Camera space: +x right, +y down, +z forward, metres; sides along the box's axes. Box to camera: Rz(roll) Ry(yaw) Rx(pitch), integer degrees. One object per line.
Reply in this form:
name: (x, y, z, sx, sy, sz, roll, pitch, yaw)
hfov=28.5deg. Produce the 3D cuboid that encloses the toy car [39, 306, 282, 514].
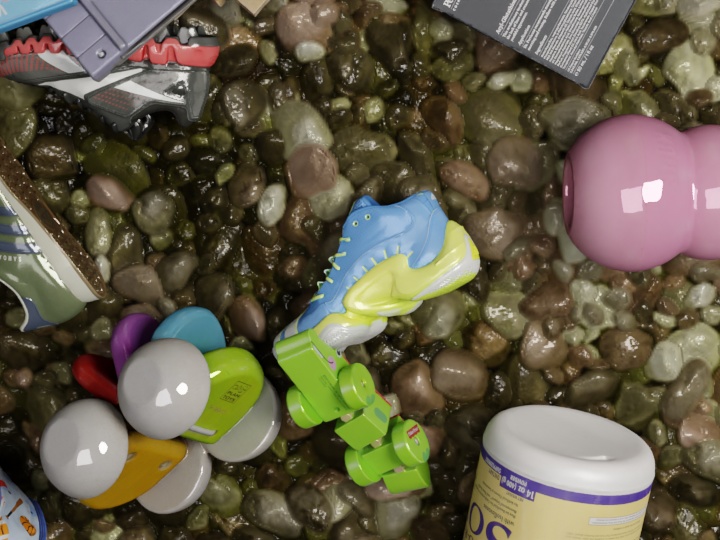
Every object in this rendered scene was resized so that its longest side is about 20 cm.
toy car: (-0.179, 0.110, 1.219, 0.200, 0.175, 0.150, -37, 59, 15)

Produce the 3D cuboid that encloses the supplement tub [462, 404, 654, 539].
supplement tub: (0.158, 0.229, 1.188, 0.145, 0.145, 0.201, 11, 104, 5)

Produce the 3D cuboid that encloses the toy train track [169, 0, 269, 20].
toy train track: (-0.152, -0.280, 1.166, 0.200, 0.033, 0.115, 42, 89, 5)

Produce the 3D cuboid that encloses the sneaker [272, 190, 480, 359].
sneaker: (0.000, 0.000, 1.205, 0.199, 0.076, 0.105, -27, 80, 14)

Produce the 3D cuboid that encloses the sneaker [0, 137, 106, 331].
sneaker: (-0.315, -0.034, 1.232, 0.090, 0.067, 0.200, -34, 100, 9)

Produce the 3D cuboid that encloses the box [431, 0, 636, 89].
box: (0.163, -0.265, 1.103, 0.141, 0.079, 0.200, 28, 106, -2)

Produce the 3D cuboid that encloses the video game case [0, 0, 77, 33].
video game case: (-0.321, -0.281, 1.116, 0.143, 0.018, 0.201, -19, 90, 4)

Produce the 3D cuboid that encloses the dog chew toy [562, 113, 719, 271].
dog chew toy: (0.263, -0.062, 1.119, 0.199, 0.125, 0.125, 0, 104, 1)

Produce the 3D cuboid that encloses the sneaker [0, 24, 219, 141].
sneaker: (-0.217, -0.158, 1.187, 0.199, 0.071, 0.098, 3, 102, 6)

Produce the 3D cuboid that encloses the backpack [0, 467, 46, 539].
backpack: (-0.370, 0.264, 1.258, 0.190, 0.200, 0.154, -38, 127, 8)

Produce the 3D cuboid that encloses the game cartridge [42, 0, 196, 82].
game cartridge: (-0.177, -0.264, 1.135, 0.200, 0.038, 0.130, -41, 88, 0)

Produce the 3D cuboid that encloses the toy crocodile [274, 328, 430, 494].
toy crocodile: (-0.001, 0.121, 1.198, 0.067, 0.062, 0.200, -27, 119, 27)
